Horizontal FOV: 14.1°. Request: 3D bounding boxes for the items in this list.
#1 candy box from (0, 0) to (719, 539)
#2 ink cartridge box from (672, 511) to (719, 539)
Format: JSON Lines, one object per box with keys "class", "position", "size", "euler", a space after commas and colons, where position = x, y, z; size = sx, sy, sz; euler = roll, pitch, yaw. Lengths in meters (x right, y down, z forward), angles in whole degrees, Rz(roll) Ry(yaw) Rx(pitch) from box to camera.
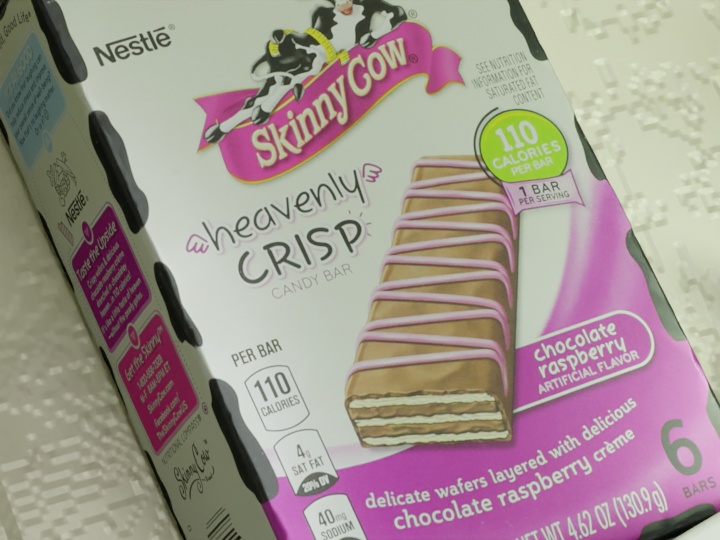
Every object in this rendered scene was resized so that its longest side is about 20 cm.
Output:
{"class": "candy box", "position": [0.000, 0.000, 0.767], "size": [0.136, 0.061, 0.201], "euler": [-19, 75, -28]}
{"class": "ink cartridge box", "position": [0.108, 0.119, 0.675], "size": [0.128, 0.200, 0.126], "euler": [-27, 79, -30]}
